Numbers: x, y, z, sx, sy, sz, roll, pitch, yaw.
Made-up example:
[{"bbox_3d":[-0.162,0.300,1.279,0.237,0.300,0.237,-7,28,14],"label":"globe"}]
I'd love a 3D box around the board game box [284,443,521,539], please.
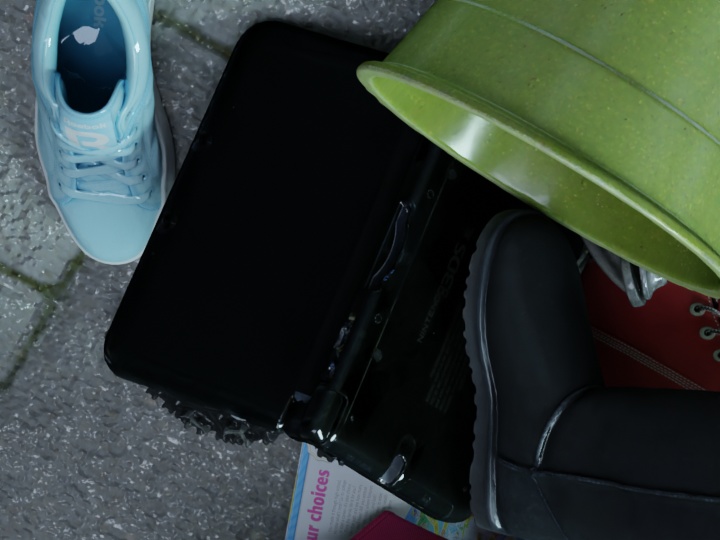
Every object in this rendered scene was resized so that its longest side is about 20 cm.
[{"bbox_3d":[0.023,0.161,1.484,0.134,0.034,0.201,12,122,2],"label":"board game box"}]

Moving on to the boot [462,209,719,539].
[{"bbox_3d":[0.138,0.060,1.217,0.200,0.065,0.166,8,103,50],"label":"boot"}]

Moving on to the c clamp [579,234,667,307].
[{"bbox_3d":[0.193,-0.035,1.271,0.199,0.172,0.027,-9,155,21],"label":"c clamp"}]

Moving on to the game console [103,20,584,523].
[{"bbox_3d":[0.000,0.000,1.323,0.176,0.201,0.116,33,162,-36],"label":"game console"}]

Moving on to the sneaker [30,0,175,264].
[{"bbox_3d":[-0.138,-0.080,1.334,0.074,0.082,0.201,2,122,9],"label":"sneaker"}]

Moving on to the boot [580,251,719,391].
[{"bbox_3d":[0.182,0.037,1.299,0.199,0.145,0.072,19,172,36],"label":"boot"}]

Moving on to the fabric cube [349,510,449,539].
[{"bbox_3d":[0.039,0.277,1.368,0.200,0.199,0.197,-39,118,-20],"label":"fabric cube"}]

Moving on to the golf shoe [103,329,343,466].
[{"bbox_3d":[-0.041,0.043,1.407,0.199,0.095,0.078,12,147,29],"label":"golf shoe"}]

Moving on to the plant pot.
[{"bbox_3d":[0.131,-0.118,1.196,0.200,0.200,0.190,32,86,-11],"label":"plant pot"}]
